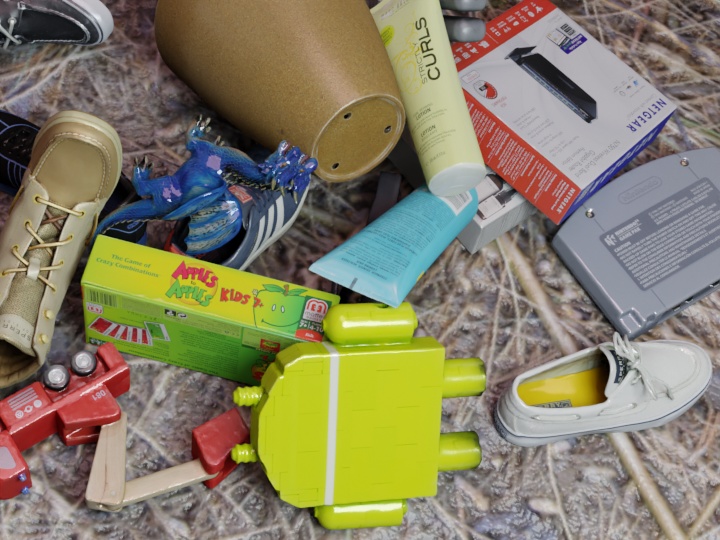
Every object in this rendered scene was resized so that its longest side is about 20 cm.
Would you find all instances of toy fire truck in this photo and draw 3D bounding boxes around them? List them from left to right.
[{"bbox_3d":[-0.201,0.136,1.079,0.199,0.049,0.141,-30,69,-22],"label":"toy fire truck"}]

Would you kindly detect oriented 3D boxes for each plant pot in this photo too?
[{"bbox_3d":[-0.051,-0.174,1.187,0.185,0.187,0.201,-24,56,-21],"label":"plant pot"}]

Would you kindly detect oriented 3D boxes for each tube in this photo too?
[{"bbox_3d":[0.038,-0.026,1.126,0.077,0.051,0.200,18,30,20],"label":"tube"},{"bbox_3d":[0.055,-0.160,1.176,0.057,0.052,0.202,-11,65,-6],"label":"tube"}]

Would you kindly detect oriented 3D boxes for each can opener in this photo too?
[{"bbox_3d":[0.067,-0.240,1.267,0.066,0.200,0.053,-5,104,-19],"label":"can opener"}]

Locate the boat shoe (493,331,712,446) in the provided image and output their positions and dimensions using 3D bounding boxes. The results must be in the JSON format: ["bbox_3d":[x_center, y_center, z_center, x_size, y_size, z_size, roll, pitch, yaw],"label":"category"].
[{"bbox_3d":[0.210,0.086,1.148,0.199,0.086,0.075,-9,61,-13],"label":"boat shoe"}]

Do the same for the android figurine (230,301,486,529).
[{"bbox_3d":[-0.002,0.115,1.063,0.197,0.184,0.041,-3,16,-15],"label":"android figurine"}]

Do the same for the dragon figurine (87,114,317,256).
[{"bbox_3d":[-0.132,-0.055,1.099,0.199,0.059,0.100,-35,54,-4],"label":"dragon figurine"}]

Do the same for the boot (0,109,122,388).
[{"bbox_3d":[-0.247,-0.013,1.064,0.072,0.200,0.157,23,48,-16],"label":"boot"}]

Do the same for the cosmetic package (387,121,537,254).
[{"bbox_3d":[0.074,-0.118,1.269,0.082,0.051,0.200,-31,69,-24],"label":"cosmetic package"}]

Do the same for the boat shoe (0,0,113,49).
[{"bbox_3d":[-0.327,-0.235,1.266,0.198,0.072,0.068,17,56,5],"label":"boat shoe"}]

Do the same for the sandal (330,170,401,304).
[{"bbox_3d":[0.000,0.000,1.180,0.042,0.077,0.202,10,48,1],"label":"sandal"}]

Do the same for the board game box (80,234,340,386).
[{"bbox_3d":[-0.122,0.040,1.116,0.198,0.102,0.048,14,59,0],"label":"board game box"}]

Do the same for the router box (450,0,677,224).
[{"bbox_3d":[0.172,-0.155,1.270,0.179,0.049,0.200,41,45,11],"label":"router box"}]

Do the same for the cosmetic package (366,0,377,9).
[{"bbox_3d":[-0.082,-0.273,1.301,0.198,0.107,0.090,-22,55,-21],"label":"cosmetic package"}]

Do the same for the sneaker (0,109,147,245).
[{"bbox_3d":[-0.262,-0.091,1.186,0.199,0.078,0.070,33,60,11],"label":"sneaker"}]

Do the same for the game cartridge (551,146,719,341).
[{"bbox_3d":[0.277,-0.032,1.259,0.199,0.041,0.134,-27,70,-22],"label":"game cartridge"}]

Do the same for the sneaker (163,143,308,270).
[{"bbox_3d":[-0.101,-0.057,1.187,0.074,0.085,0.201,27,59,8],"label":"sneaker"}]
